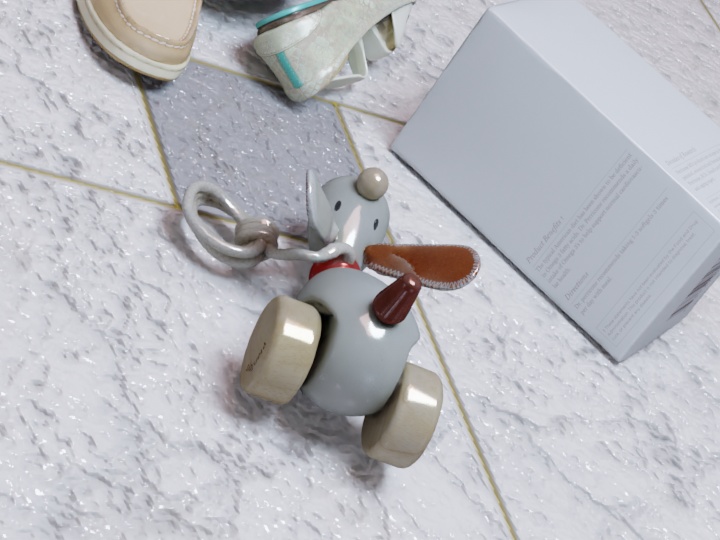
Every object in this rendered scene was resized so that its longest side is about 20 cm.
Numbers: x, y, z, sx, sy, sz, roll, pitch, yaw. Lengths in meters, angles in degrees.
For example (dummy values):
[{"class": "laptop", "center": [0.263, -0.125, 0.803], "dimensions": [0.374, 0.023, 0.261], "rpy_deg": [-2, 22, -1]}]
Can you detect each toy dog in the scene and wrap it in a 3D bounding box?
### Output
[{"class": "toy dog", "center": [0.000, 0.000, 0.993], "dimensions": [0.132, 0.096, 0.200], "rpy_deg": [14, 37, -33]}]

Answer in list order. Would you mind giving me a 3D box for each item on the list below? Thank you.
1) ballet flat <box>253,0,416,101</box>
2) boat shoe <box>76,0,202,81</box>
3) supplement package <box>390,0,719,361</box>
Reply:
[{"class": "ballet flat", "center": [-0.008, -0.154, 1.266], "dimensions": [0.200, 0.067, 0.062], "rpy_deg": [-38, 105, -55]}, {"class": "boat shoe", "center": [-0.123, -0.190, 1.174], "dimensions": [0.074, 0.069, 0.200], "rpy_deg": [21, 33, -24]}, {"class": "supplement package", "center": [0.142, -0.063, 1.219], "dimensions": [0.200, 0.117, 0.117], "rpy_deg": [45, 32, 13]}]
